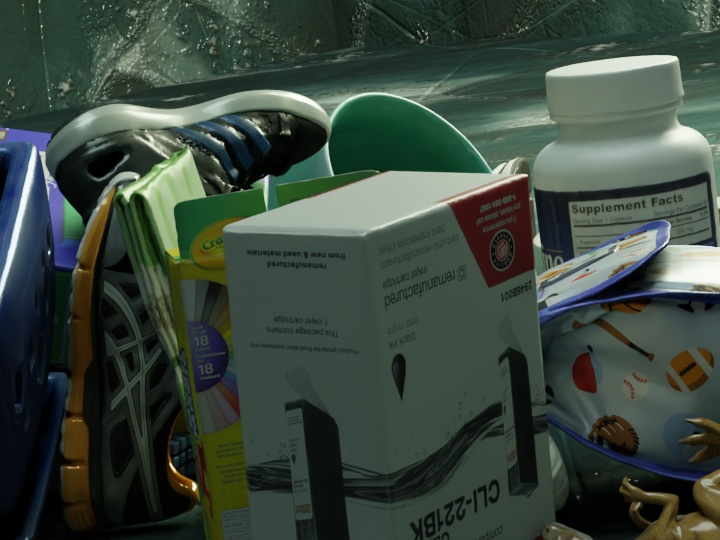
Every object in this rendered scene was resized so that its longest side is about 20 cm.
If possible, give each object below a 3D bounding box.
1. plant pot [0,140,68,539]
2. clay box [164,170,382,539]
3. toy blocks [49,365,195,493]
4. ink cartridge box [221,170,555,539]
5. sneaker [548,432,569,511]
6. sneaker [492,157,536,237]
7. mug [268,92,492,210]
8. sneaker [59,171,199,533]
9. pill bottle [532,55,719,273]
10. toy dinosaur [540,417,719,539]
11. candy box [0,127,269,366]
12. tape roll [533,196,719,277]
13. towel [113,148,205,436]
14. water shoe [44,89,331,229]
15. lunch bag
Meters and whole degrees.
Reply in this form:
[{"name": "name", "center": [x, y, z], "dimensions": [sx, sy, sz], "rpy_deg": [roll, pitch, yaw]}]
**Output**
[{"name": "plant pot", "center": [-0.259, 0.062, 1.478], "dimensions": [0.199, 0.181, 0.200], "rpy_deg": [-7, 30, 6]}, {"name": "clay box", "center": [-0.030, 0.054, 1.368], "dimensions": [0.114, 0.201, 0.048], "rpy_deg": [-9, 9, -11]}, {"name": "toy blocks", "center": [-0.149, 0.088, 1.650], "dimensions": [0.136, 0.101, 0.200], "rpy_deg": [9, 16, 22]}, {"name": "ink cartridge box", "center": [0.017, 0.065, 1.276], "dimensions": [0.083, 0.201, 0.144], "rpy_deg": [3, 14, 34]}, {"name": "sneaker", "center": [0.063, 0.095, 1.456], "dimensions": [0.072, 0.072, 0.200], "rpy_deg": [-17, 6, -1]}, {"name": "sneaker", "center": [0.075, -0.045, 2.245], "dimensions": [0.115, 0.076, 0.200], "rpy_deg": [-3, 13, 16]}, {"name": "mug", "center": [0.014, -0.010, 1.830], "dimensions": [0.151, 0.186, 0.114], "rpy_deg": [1, -33, -41]}, {"name": "sneaker", "center": [-0.124, 0.046, 1.531], "dimensions": [0.077, 0.201, 0.078], "rpy_deg": [3, 7, 0]}, {"name": "pill bottle", "center": [0.163, -0.026, 1.681], "dimensions": [0.110, 0.201, 0.111], "rpy_deg": [-7, 9, 1]}, {"name": "toy dinosaur", "center": [0.188, 0.120, 1.298], "dimensions": [0.199, 0.061, 0.106], "rpy_deg": [-11, 33, 14]}, {"name": "candy box", "center": [-0.158, -0.012, 1.663], "dimensions": [0.199, 0.077, 0.169], "rpy_deg": [6, 29, -4]}, {"name": "tape roll", "center": [0.219, 0.000, 1.882], "dimensions": [0.201, 0.071, 0.202], "rpy_deg": [-8, 10, 1]}, {"name": "towel", "center": [-0.085, 0.041, 1.502], "dimensions": [0.031, 0.201, 0.149], "rpy_deg": [-17, 8, 9]}, {"name": "water shoe", "center": [-0.095, -0.054, 1.631], "dimensions": [0.199, 0.079, 0.072], "rpy_deg": [-8, -27, -38]}, {"name": "lunch bag", "center": [0.169, 0.041, 1.439], "dimensions": [0.199, 0.125, 0.170], "rpy_deg": [6, 8, 5]}]
